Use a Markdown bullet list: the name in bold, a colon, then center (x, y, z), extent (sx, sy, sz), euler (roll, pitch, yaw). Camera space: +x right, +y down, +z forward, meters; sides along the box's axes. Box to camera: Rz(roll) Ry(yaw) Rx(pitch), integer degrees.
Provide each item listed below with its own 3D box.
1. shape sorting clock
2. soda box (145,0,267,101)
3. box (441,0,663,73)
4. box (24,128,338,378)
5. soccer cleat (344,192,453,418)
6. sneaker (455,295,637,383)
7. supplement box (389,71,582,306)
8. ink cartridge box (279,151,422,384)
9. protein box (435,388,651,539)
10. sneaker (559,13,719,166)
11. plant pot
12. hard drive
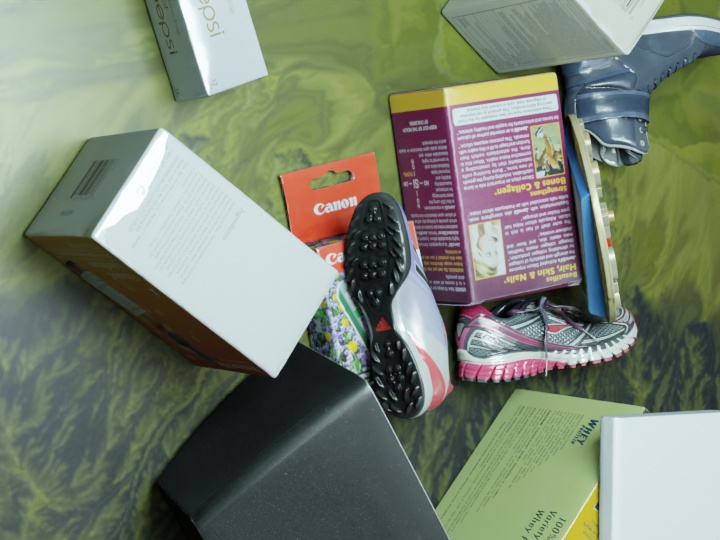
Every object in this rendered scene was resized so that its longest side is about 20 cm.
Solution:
- **shape sorting clock**: center (0.220, -0.049, 1.603), extent (0.039, 0.200, 0.201), euler (-8, 96, 1)
- **soda box**: center (-0.146, -0.250, 1.441), extent (0.063, 0.068, 0.201), euler (-23, 103, -28)
- **box**: center (0.174, -0.245, 1.555), extent (0.095, 0.200, 0.078), euler (43, 71, -25)
- **box**: center (-0.148, -0.013, 1.398), extent (0.200, 0.152, 0.107), euler (40, 71, -25)
- **soccer cleat**: center (0.038, 0.028, 1.511), extent (0.073, 0.068, 0.201), euler (-16, 96, -54)
- **sneaker**: center (0.183, 0.059, 1.639), extent (0.199, 0.080, 0.075), euler (-9, 94, -30)
- **supplement box**: center (0.117, -0.076, 1.582), extent (0.130, 0.103, 0.201), euler (-10, 96, -30)
- **ink cartridge box**: center (0.000, 0.000, 1.545), extent (0.108, 0.050, 0.201), euler (-16, 100, -29)
- **protein box**: center (0.191, 0.235, 1.578), extent (0.135, 0.200, 0.199), euler (44, 70, -24)
- **sneaker**: center (0.288, -0.178, 1.688), extent (0.201, 0.077, 0.147), euler (-5, 83, -21)
- **plant pot**: center (-0.057, 0.201, 1.446), extent (0.177, 0.200, 0.200), euler (-31, 107, -13)
- **hard drive**: center (0.266, 0.226, 1.490), extent (0.131, 0.026, 0.201), euler (0, 91, -31)
